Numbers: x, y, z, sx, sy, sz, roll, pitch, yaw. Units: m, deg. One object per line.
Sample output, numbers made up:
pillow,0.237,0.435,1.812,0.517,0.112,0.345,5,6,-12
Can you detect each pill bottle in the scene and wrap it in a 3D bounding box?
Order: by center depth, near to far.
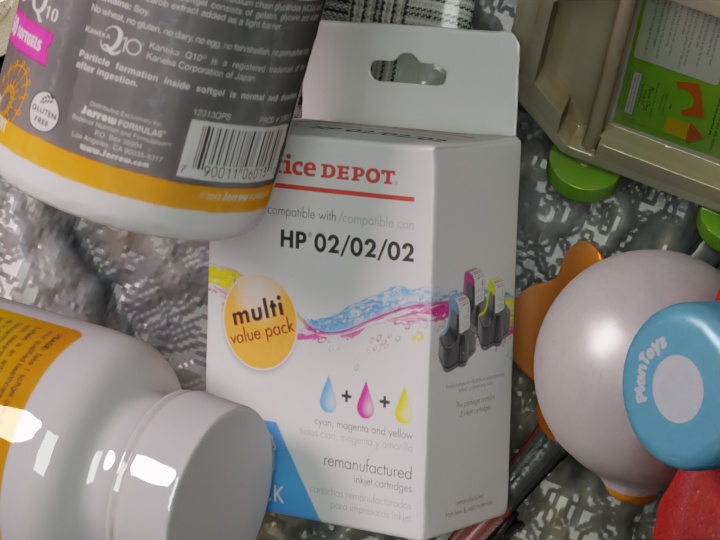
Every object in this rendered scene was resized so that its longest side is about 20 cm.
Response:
pill bottle,-0.067,-0.121,1.115,0.116,0.116,0.200,17,104,6
pill bottle,-0.141,0.070,1.187,0.200,0.111,0.111,15,87,26

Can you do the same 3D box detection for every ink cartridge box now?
ink cartridge box,0.000,0.000,1.188,0.115,0.068,0.200,7,99,35

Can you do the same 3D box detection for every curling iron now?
curling iron,0.091,0.060,1.232,0.026,0.050,0.200,37,84,6

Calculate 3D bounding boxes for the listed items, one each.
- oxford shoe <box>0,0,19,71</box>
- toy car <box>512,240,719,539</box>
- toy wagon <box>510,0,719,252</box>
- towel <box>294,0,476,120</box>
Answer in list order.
oxford shoe,-0.090,-0.123,1.223,0.200,0.071,0.074,-13,87,16
toy car,0.130,0.064,1.144,0.200,0.184,0.177,22,109,47
toy wagon,0.157,-0.069,1.179,0.200,0.155,0.040,20,55,7
towel,-0.042,-0.135,1.260,0.192,0.035,0.200,12,88,6
